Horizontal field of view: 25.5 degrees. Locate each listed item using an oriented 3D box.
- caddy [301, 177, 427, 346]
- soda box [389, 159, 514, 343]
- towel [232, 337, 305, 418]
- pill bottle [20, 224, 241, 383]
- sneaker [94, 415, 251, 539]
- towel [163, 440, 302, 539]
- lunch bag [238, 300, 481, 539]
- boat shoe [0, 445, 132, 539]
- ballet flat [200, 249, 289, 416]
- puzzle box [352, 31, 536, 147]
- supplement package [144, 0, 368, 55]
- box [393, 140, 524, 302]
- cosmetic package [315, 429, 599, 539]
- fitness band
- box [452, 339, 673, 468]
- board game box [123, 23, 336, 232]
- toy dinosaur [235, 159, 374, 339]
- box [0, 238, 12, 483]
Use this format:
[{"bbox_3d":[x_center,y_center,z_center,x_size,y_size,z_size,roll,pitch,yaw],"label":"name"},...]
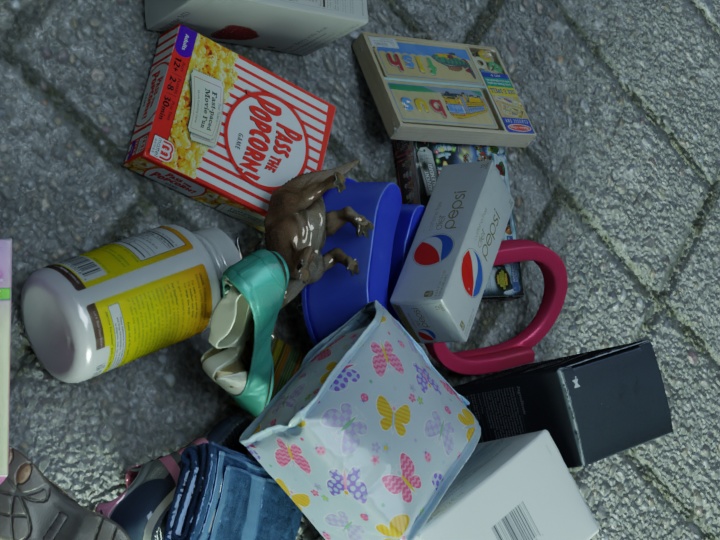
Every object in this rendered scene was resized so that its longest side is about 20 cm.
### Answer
[{"bbox_3d":[0.000,0.000,1.655,0.141,0.105,0.201,35,57,-53],"label":"caddy"},{"bbox_3d":[0.097,-0.020,1.653,0.068,0.063,0.200,58,40,-38],"label":"soda box"},{"bbox_3d":[-0.039,0.142,1.643,0.200,0.018,0.086,32,63,-27],"label":"towel"},{"bbox_3d":[-0.208,0.024,1.487,0.200,0.109,0.110,-22,92,-38],"label":"pill bottle"},{"bbox_3d":[-0.173,0.189,1.503,0.200,0.082,0.070,-43,142,-56],"label":"sneaker"},{"bbox_3d":[-0.113,0.229,1.483,0.200,0.048,0.112,38,62,-63],"label":"towel"},{"bbox_3d":[0.010,0.149,1.510,0.170,0.127,0.200,50,49,-12],"label":"lunch bag"},{"bbox_3d":[-0.290,0.216,1.405,0.200,0.073,0.075,37,71,0],"label":"boat shoe"},{"bbox_3d":[-0.117,0.066,1.500,0.070,0.201,0.067,-19,49,-33],"label":"ballet flat"},{"bbox_3d":[0.095,-0.201,1.790,0.199,0.025,0.133,0,57,-37],"label":"puzzle box"},{"bbox_3d":[-0.109,-0.305,1.632,0.199,0.121,0.120,4,77,-35],"label":"supplement package"},{"bbox_3d":[0.111,-0.064,1.790,0.136,0.040,0.201,-1,80,-36],"label":"box"},{"bbox_3d":[0.089,0.268,1.592,0.199,0.200,0.123,-33,97,-37],"label":"cosmetic package"},{"bbox_3d":[0.147,0.039,1.756,0.199,0.037,0.144,-9,111,-35],"label":"fitness band"},{"bbox_3d":[0.207,0.151,1.708,0.148,0.200,0.105,-13,88,-38],"label":"box"},{"bbox_3d":[-0.129,-0.138,1.624,0.199,0.046,0.152,25,66,-30],"label":"board game box"},{"bbox_3d":[-0.070,-0.034,1.577,0.086,0.135,0.201,37,63,-46],"label":"toy dinosaur"},{"bbox_3d":[-0.383,0.076,1.322,0.175,0.097,0.201,2,78,-17],"label":"box"}]
